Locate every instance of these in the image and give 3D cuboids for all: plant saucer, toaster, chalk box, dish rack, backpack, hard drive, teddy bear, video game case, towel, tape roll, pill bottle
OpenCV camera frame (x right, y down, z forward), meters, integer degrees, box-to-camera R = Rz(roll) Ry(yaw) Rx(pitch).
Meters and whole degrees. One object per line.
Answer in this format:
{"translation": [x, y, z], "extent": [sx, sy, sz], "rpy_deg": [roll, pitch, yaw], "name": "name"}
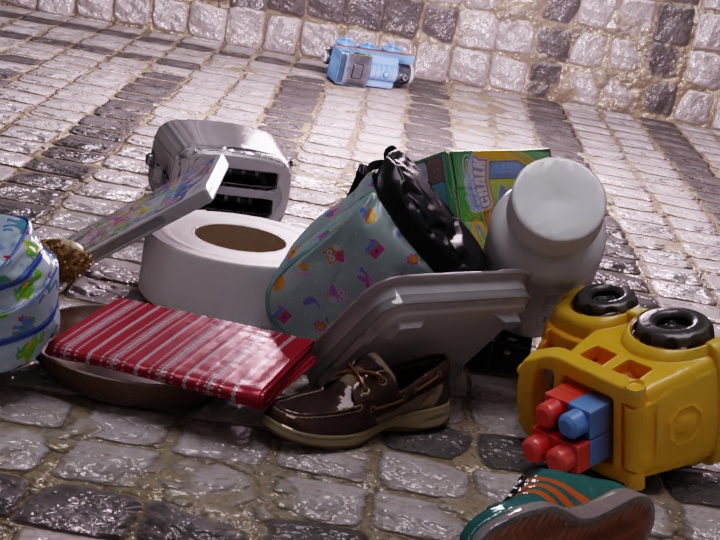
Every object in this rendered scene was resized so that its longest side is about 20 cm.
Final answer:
{"translation": [-0.198, 0.078, 1.379], "extent": [0.200, 0.035, 0.200], "rpy_deg": [8, 17, -3], "name": "plant saucer"}
{"translation": [-0.166, -0.117, 1.947], "extent": [0.200, 0.114, 0.129], "rpy_deg": [7, 20, -19], "name": "toaster"}
{"translation": [0.105, -0.058, 1.671], "extent": [0.200, 0.124, 0.124], "rpy_deg": [-5, -6, -38], "name": "chalk box"}
{"translation": [0.054, 0.062, 1.417], "extent": [0.200, 0.172, 0.044], "rpy_deg": [-2, 59, -39], "name": "dish rack"}
{"translation": [0.000, 0.000, 1.486], "extent": [0.167, 0.200, 0.127], "rpy_deg": [53, 15, -2], "name": "backpack"}
{"translation": [0.080, 0.057, 1.616], "extent": [0.200, 0.038, 0.140], "rpy_deg": [12, 16, 4], "name": "hard drive"}
{"translation": [-0.346, 0.008, 1.436], "extent": [0.200, 0.067, 0.145], "rpy_deg": [-8, 1, -37], "name": "teddy bear"}
{"translation": [-0.234, -0.053, 1.615], "extent": [0.200, 0.018, 0.143], "rpy_deg": [-27, 15, 10], "name": "video game case"}
{"translation": [-0.150, 0.071, 1.336], "extent": [0.200, 0.022, 0.145], "rpy_deg": [12, 18, 14], "name": "towel"}
{"translation": [-0.132, -0.003, 1.638], "extent": [0.202, 0.071, 0.202], "rpy_deg": [9, 16, -3], "name": "tape roll"}
{"translation": [0.177, -0.023, 1.503], "extent": [0.114, 0.114, 0.200], "rpy_deg": [11, -25, 3], "name": "pill bottle"}
{"translation": [-0.348, 0.020, 1.284], "extent": [0.200, 0.154, 0.163], "rpy_deg": [18, 28, 1], "name": "backpack"}

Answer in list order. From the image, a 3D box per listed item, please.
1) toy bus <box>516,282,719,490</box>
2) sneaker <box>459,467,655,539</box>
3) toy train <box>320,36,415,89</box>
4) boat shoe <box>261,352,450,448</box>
{"translation": [0.205, 0.112, 1.375], "extent": [0.192, 0.136, 0.200], "rpy_deg": [-21, 28, -32], "name": "toy bus"}
{"translation": [0.129, 0.188, 1.141], "extent": [0.080, 0.071, 0.200], "rpy_deg": [18, 12, 43], "name": "sneaker"}
{"translation": [0.020, -0.418, 3.174], "extent": [0.200, 0.087, 0.114], "rpy_deg": [5, 25, -23], "name": "toy train"}
{"translation": [0.002, 0.104, 1.339], "extent": [0.200, 0.072, 0.072], "rpy_deg": [-3, 20, -38], "name": "boat shoe"}
